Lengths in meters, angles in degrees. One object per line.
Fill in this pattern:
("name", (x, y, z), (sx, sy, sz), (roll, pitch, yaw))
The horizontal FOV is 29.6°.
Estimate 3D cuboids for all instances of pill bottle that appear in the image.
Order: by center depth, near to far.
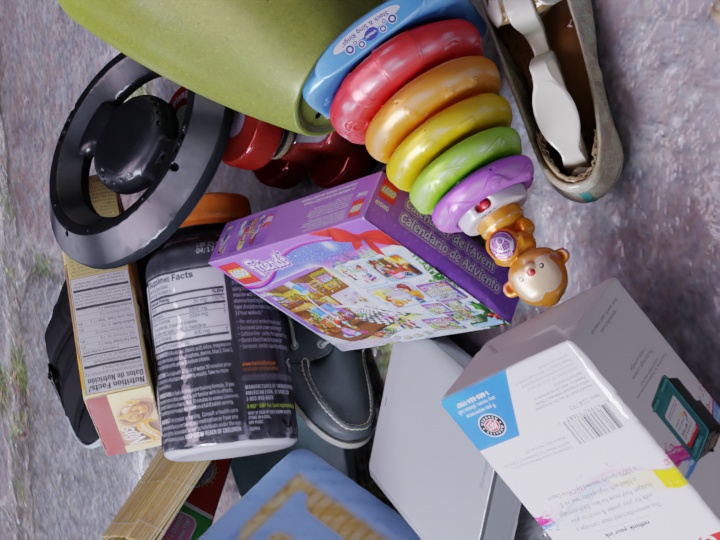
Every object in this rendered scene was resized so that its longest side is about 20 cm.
("pill bottle", (-0.111, 0.043, 1.060), (0.106, 0.106, 0.201), (-24, 70, 55))

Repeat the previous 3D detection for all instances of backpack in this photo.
("backpack", (-0.218, 0.070, 1.293), (0.200, 0.150, 0.178), (-49, 56, 41))

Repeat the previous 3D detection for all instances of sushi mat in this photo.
("sushi mat", (-0.140, 0.144, 1.138), (0.012, 0.200, 0.096), (42, 156, -22))

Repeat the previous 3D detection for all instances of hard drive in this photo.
("hard drive", (0.060, 0.124, 0.956), (0.200, 0.026, 0.132), (-140, 58, -66))

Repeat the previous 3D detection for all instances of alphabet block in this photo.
("alphabet block", (-0.050, 0.297, 1.044), (0.195, 0.196, 0.200), (34, 131, 17))

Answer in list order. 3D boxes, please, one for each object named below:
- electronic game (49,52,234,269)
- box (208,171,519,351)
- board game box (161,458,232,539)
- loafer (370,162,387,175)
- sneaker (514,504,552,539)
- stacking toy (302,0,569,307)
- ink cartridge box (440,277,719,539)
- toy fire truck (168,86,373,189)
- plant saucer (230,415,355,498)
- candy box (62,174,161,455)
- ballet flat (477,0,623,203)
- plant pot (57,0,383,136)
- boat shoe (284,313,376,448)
("electronic game", (-0.169, -0.095, 1.038), (0.200, 0.042, 0.200), (-21, 56, 35))
("box", (0.000, 0.000, 0.961), (0.200, 0.137, 0.039), (-13, 49, 53))
("board game box", (-0.155, 0.236, 1.179), (0.200, 0.040, 0.153), (-76, 5, -50))
("loafer", (0.041, -0.055, 0.973), (0.072, 0.073, 0.200), (42, 144, -1))
("sneaker", (0.131, 0.163, 0.896), (0.200, 0.075, 0.116), (31, 122, 48))
("stacking toy", (0.063, -0.062, 0.826), (0.116, 0.110, 0.200), (-34, 74, 13))
("ink cartridge box", (0.157, 0.116, 0.798), (0.200, 0.067, 0.116), (51, 137, -7))
("toy fire truck", (-0.063, -0.154, 1.057), (0.200, 0.112, 0.168), (7, 87, 53))
("plant saucer", (-0.054, 0.154, 1.186), (0.201, 0.039, 0.202), (21, 116, 50))
("candy box", (-0.204, 0.035, 1.109), (0.116, 0.055, 0.200), (91, 166, -61))
("ballet flat", (0.113, -0.139, 0.829), (0.067, 0.062, 0.200), (-22, 85, 20))
("plant pot", (-0.075, -0.184, 0.918), (0.200, 0.187, 0.187), (43, 134, 23))
("boat shoe", (-0.035, 0.045, 1.096), (0.062, 0.073, 0.200), (-54, 52, 52))
